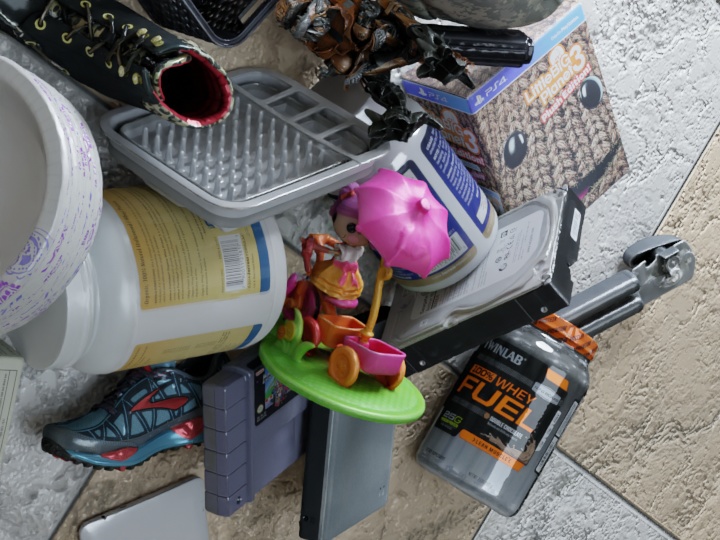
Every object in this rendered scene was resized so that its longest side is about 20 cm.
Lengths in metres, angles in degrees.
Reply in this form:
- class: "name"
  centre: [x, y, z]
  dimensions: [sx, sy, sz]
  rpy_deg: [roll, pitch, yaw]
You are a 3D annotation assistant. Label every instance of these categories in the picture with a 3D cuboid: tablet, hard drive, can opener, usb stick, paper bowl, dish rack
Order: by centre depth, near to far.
- class: "paper bowl"
  centre: [-0.279, -0.050, 1.116]
  dimensions: [0.202, 0.200, 0.104]
  rpy_deg: [-62, 160, -3]
- class: "dish rack"
  centre: [-0.094, -0.095, 1.258]
  dimensions: [0.199, 0.171, 0.044]
  rpy_deg: [-24, 138, -43]
- class: "usb stick"
  centre: [0.052, -0.201, 1.371]
  dimensions: [0.198, 0.055, 0.033]
  rpy_deg: [1, 109, -11]
- class: "hard drive"
  centre: [0.110, 0.011, 1.433]
  dimensions: [0.038, 0.199, 0.140]
  rpy_deg: [45, 38, -24]
- class: "tablet"
  centre: [-0.192, 0.298, 1.443]
  dimensions: [0.130, 0.014, 0.201]
  rpy_deg: [-20, 118, -33]
- class: "hard drive"
  centre: [-0.007, 0.143, 1.484]
  dimensions: [0.139, 0.033, 0.202]
  rpy_deg: [-18, 116, -61]
- class: "can opener"
  centre: [0.279, 0.020, 1.712]
  dimensions: [0.199, 0.067, 0.054]
  rpy_deg: [-26, 123, -15]

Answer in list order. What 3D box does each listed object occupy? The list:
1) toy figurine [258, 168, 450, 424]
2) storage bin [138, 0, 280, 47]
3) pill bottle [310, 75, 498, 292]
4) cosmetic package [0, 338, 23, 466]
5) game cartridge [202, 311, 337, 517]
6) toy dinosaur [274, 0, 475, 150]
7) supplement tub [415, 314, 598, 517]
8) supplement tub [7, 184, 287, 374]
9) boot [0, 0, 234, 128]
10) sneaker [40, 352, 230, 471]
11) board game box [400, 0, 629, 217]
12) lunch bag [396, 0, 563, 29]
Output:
- class: "toy figurine"
  centre: [0.000, 0.000, 1.309]
  dimensions: [0.150, 0.200, 0.185]
  rpy_deg: [7, 110, -42]
- class: "storage bin"
  centre: [-0.136, -0.288, 1.207]
  dimensions: [0.135, 0.094, 0.200]
  rpy_deg: [-49, 130, -14]
- class: "pill bottle"
  centre: [0.031, -0.085, 1.405]
  dimensions: [0.116, 0.115, 0.200]
  rpy_deg: [-48, 123, -15]
- class: "cosmetic package"
  centre: [-0.366, 0.097, 1.178]
  dimensions: [0.199, 0.071, 0.106]
  rpy_deg: [7, 102, -41]
- class: "game cartridge"
  centre: [-0.076, 0.122, 1.407]
  dimensions: [0.200, 0.038, 0.131]
  rpy_deg: [-34, 134, -56]
- class: "toy dinosaur"
  centre: [0.024, -0.185, 1.273]
  dimensions: [0.199, 0.136, 0.102]
  rpy_deg: [-13, 142, -29]
- class: "supplement tub"
  centre: [0.154, 0.140, 1.597]
  dimensions: [0.122, 0.122, 0.201]
  rpy_deg: [35, 82, -42]
- class: "supplement tub"
  centre: [-0.175, 0.004, 1.252]
  dimensions: [0.199, 0.144, 0.146]
  rpy_deg: [-8, 112, -38]
- class: "boot"
  centre: [-0.196, -0.179, 1.156]
  dimensions: [0.203, 0.153, 0.074]
  rpy_deg: [35, 83, -42]
- class: "sneaker"
  centre: [-0.191, 0.108, 1.337]
  dimensions: [0.199, 0.079, 0.096]
  rpy_deg: [-13, 109, -47]
- class: "board game box"
  centre: [0.154, -0.142, 1.504]
  dimensions: [0.159, 0.097, 0.201]
  rpy_deg: [-41, 129, -21]
- class: "lunch bag"
  centre: [0.086, -0.282, 1.302]
  dimensions: [0.140, 0.167, 0.200]
  rpy_deg: [-66, 164, -2]
